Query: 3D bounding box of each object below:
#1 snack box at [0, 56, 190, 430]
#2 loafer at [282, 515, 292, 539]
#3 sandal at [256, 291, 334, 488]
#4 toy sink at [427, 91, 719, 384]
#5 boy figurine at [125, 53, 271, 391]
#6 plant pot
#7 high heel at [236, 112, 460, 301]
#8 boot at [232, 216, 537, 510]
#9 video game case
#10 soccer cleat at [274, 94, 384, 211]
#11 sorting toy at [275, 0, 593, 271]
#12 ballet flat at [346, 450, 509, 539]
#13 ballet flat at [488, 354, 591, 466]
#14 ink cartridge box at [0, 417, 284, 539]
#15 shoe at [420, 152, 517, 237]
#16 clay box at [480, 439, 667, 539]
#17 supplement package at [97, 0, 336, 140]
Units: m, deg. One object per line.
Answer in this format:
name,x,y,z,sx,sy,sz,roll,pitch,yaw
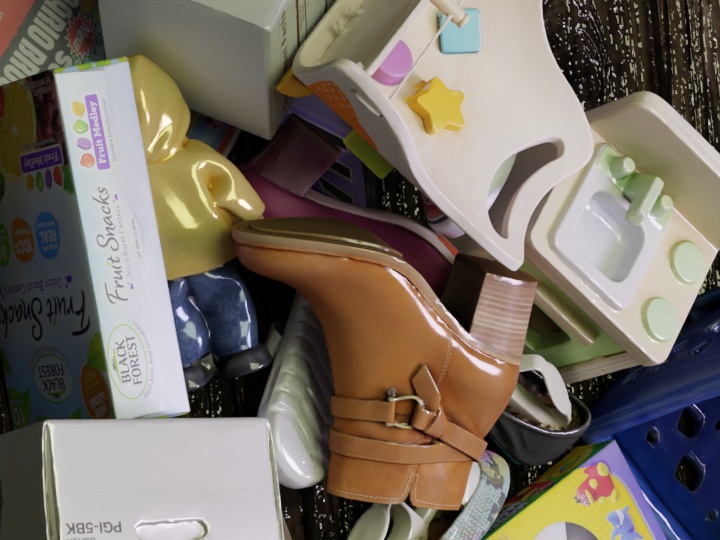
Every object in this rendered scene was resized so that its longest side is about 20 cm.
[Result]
snack box,-0.166,-0.011,1.553,0.053,0.142,0.201,-11,91,-30
loafer,-0.067,0.200,1.631,0.076,0.067,0.201,-12,86,-34
sandal,-0.033,0.057,1.696,0.083,0.050,0.203,55,34,-20
toy sink,0.144,-0.011,1.752,0.130,0.200,0.112,42,58,-21
boy figurine,-0.119,-0.028,1.621,0.124,0.064,0.201,-18,100,-1
plant pot,0.301,0.099,1.844,0.200,0.200,0.180,50,50,-14
high heel,0.000,0.000,1.691,0.200,0.067,0.096,41,97,3
boot,-0.001,0.056,1.622,0.199,0.077,0.156,13,101,-27
video game case,-0.173,-0.099,1.661,0.200,0.017,0.144,39,59,-22
soccer cleat,-0.038,-0.103,1.738,0.073,0.068,0.201,-16,92,-13
sorting toy,0.060,-0.099,1.619,0.180,0.107,0.200,48,49,-15
ballet flat,0.033,0.159,1.696,0.200,0.069,0.071,-51,131,-40
ballet flat,0.078,0.056,1.748,0.200,0.068,0.068,37,43,-37
ink cartridge box,-0.155,0.135,1.502,0.146,0.200,0.083,2,78,-35
shoe,0.052,-0.121,1.712,0.091,0.071,0.201,33,53,-27
clay box,0.116,0.209,1.772,0.200,0.047,0.115,-34,99,-37
supplement package,-0.064,-0.204,1.654,0.116,0.118,0.201,22,61,12
